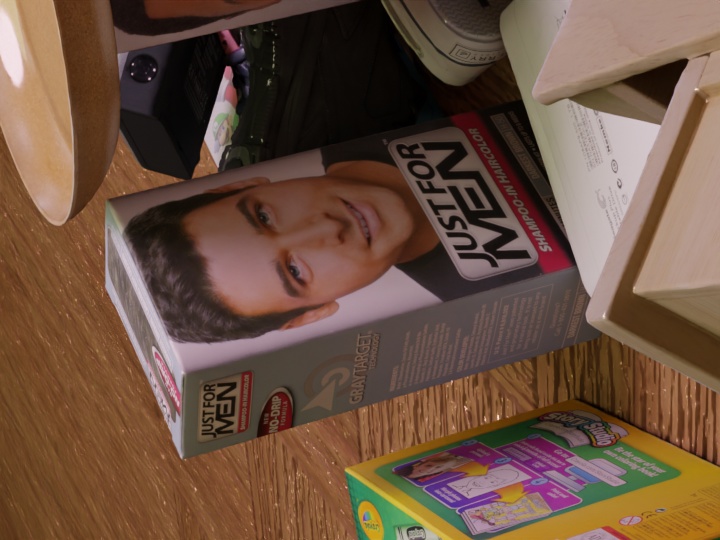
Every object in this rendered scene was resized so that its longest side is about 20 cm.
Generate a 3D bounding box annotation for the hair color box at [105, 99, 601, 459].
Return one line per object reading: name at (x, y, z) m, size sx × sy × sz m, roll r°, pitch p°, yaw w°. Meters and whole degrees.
hair color box at (0.000, 0.000, 0.846) m, size 0.061 × 0.199 × 0.099 m, roll 97°, pitch 151°, yaw -49°

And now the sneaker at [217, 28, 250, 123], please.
sneaker at (-0.047, -0.101, 0.985) m, size 0.070 × 0.082 × 0.201 m, roll 25°, pitch 104°, yaw 56°

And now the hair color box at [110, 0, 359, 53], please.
hair color box at (-0.017, -0.156, 0.774) m, size 0.102 × 0.199 × 0.061 m, roll 102°, pitch 148°, yaw -55°

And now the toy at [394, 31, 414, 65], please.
toy at (-0.007, -0.041, 1.076) m, size 0.200 × 0.047 × 0.116 m, roll 137°, pitch 116°, yaw -70°

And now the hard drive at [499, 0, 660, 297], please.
hard drive at (0.113, -0.071, 0.737) m, size 0.200 × 0.027 × 0.132 m, roll 140°, pitch 114°, yaw -71°

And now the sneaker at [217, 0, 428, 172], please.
sneaker at (-0.016, -0.063, 0.925) m, size 0.076 × 0.090 × 0.201 m, roll -149°, pitch 69°, yaw -68°

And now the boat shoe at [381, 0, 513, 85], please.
boat shoe at (0.009, -0.174, 0.884) m, size 0.067 × 0.073 × 0.201 m, roll 130°, pitch 123°, yaw -65°

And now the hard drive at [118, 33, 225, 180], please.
hard drive at (-0.080, -0.158, 1.018) m, size 0.140 × 0.033 × 0.201 m, roll 79°, pitch -153°, yaw -79°

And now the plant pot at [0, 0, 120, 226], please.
plant pot at (-0.131, -0.118, 0.779) m, size 0.200 × 0.027 × 0.201 m, roll 165°, pitch 90°, yaw -73°

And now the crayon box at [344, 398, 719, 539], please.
crayon box at (0.085, 0.114, 0.819) m, size 0.200 × 0.118 × 0.058 m, roll -157°, pitch 54°, yaw -68°

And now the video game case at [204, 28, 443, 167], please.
video game case at (-0.031, -0.086, 1.048) m, size 0.143 × 0.018 × 0.200 m, roll -60°, pitch 38°, yaw 30°

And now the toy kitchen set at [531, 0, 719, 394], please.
toy kitchen set at (0.163, -0.041, 0.547) m, size 0.201 × 0.180 × 0.163 m, roll -67°, pitch 18°, yaw -12°
